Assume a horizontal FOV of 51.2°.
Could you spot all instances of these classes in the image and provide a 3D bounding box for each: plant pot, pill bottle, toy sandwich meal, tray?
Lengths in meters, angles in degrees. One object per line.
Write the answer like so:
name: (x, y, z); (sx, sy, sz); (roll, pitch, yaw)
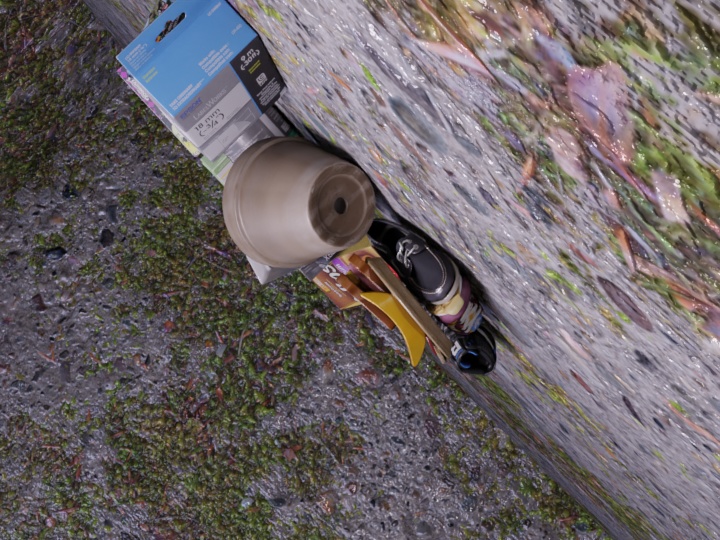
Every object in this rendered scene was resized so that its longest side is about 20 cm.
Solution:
plant pot: (-0.072, -0.096, 1.087); (0.173, 0.201, 0.200); (10, 148, 53)
pill bottle: (-0.202, -0.250, 1.212); (0.200, 0.113, 0.113); (47, 176, -18)
toy sandwich meal: (0.048, 0.059, 1.061); (0.206, 0.070, 0.205); (50, -178, -2)
tray: (-0.162, -0.044, 1.443); (0.108, 0.022, 0.200); (61, -157, 0)

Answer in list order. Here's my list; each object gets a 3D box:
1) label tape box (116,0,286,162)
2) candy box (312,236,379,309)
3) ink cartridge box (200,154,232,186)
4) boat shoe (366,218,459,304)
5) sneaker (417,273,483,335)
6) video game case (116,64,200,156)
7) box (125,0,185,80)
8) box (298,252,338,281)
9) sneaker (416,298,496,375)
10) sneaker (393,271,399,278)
label tape box: (-0.185, -0.238, 0.922); (0.063, 0.144, 0.200); (43, 176, 19)
candy box: (0.000, 0.000, 1.359); (0.117, 0.057, 0.199); (46, 144, -22)
ink cartridge box: (-0.196, -0.200, 1.414); (0.048, 0.146, 0.200); (40, 174, 29)
boat shoe: (0.064, -0.017, 1.037); (0.062, 0.073, 0.200); (27, -168, -34)
sneaker: (0.142, 0.051, 1.068); (0.090, 0.075, 0.200); (37, -177, -4)
video game case: (-0.295, -0.313, 1.270); (0.181, 0.036, 0.201); (49, -146, -23)
box: (-0.261, -0.313, 0.989); (0.037, 0.138, 0.200); (26, -177, -19)
box: (-0.098, -0.099, 1.342); (0.200, 0.158, 0.050); (43, 176, 37)
sneaker: (0.134, 0.093, 1.179); (0.199, 0.073, 0.112); (29, -160, -9)
sneaker: (0.116, 0.050, 1.257); (0.199, 0.085, 0.077); (27, -152, -11)
